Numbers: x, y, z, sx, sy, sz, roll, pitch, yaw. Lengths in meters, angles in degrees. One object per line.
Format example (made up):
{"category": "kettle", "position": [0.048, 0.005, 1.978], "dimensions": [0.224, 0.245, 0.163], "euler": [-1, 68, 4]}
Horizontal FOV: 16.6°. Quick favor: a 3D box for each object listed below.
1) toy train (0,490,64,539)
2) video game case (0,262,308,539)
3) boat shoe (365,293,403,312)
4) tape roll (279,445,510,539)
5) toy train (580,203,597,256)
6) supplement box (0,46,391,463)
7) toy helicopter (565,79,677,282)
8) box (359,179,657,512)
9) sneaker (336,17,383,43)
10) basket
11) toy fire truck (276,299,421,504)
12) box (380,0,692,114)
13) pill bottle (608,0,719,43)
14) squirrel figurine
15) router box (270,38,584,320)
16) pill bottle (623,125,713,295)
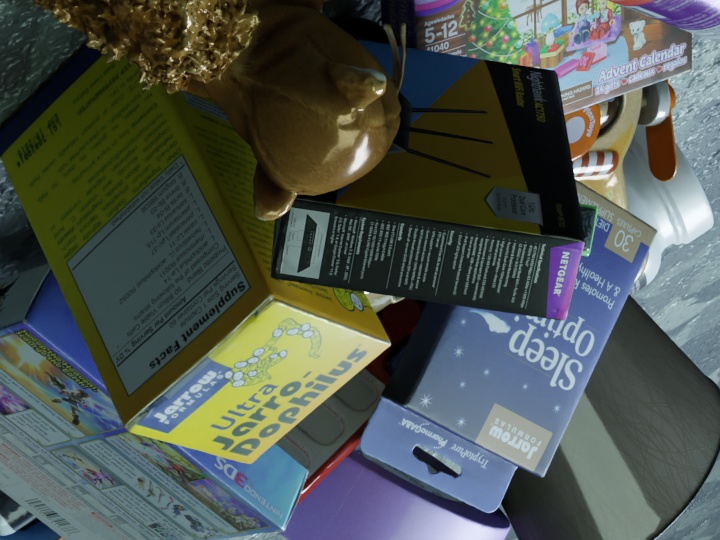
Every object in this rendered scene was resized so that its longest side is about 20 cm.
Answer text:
{"category": "toy train", "position": [-0.170, 0.124, 1.646], "dimensions": [0.199, 0.087, 0.114], "euler": [-33, 150, -1]}
{"category": "video game case", "position": [-0.158, 0.085, 1.387], "dimensions": [0.181, 0.200, 0.046], "euler": [-15, -138, 48]}
{"category": "boat shoe", "position": [0.000, 0.000, 1.416], "dimensions": [0.200, 0.071, 0.065], "euler": [-25, 142, -56]}
{"category": "tape roll", "position": [-0.005, 0.138, 1.577], "dimensions": [0.066, 0.200, 0.200], "euler": [-59, 153, 5]}
{"category": "toy train", "position": [0.042, -0.037, 1.381], "dimensions": [0.199, 0.042, 0.056], "euler": [9, -177, -24]}
{"category": "supplement box", "position": [-0.090, -0.016, 1.293], "dimensions": [0.109, 0.201, 0.109], "euler": [-40, 147, 20]}
{"category": "toy helicopter", "position": [0.157, -0.073, 1.594], "dimensions": [0.132, 0.079, 0.201], "euler": [-34, 130, -20]}
{"category": "box", "position": [0.089, 0.039, 1.470], "dimensions": [0.121, 0.032, 0.201], "euler": [28, 86, -35]}
{"category": "sneaker", "position": [-0.046, -0.050, 1.438], "dimensions": [0.201, 0.067, 0.108], "euler": [-45, 159, -6]}
{"category": "basket", "position": [0.125, 0.068, 1.592], "dimensions": [0.181, 0.136, 0.200], "euler": [-52, 125, -22]}
{"category": "toy fire truck", "position": [-0.046, 0.038, 1.491], "dimensions": [0.200, 0.168, 0.112], "euler": [-41, 167, -41]}
{"category": "box", "position": [0.102, -0.154, 1.406], "dimensions": [0.199, 0.039, 0.138], "euler": [-21, 122, -27]}
{"category": "pill bottle", "position": [0.211, -0.182, 1.372], "dimensions": [0.199, 0.112, 0.111], "euler": [14, 131, -40]}
{"category": "squirrel figurine", "position": [-0.071, -0.116, 1.148], "dimensions": [0.141, 0.187, 0.200], "euler": [-43, 155, 25]}
{"category": "router box", "position": [0.032, -0.053, 1.269], "dimensions": [0.148, 0.200, 0.051], "euler": [8, 119, -5]}
{"category": "pill bottle", "position": [0.135, -0.019, 1.703], "dimensions": [0.199, 0.117, 0.116], "euler": [-31, 157, -3]}
